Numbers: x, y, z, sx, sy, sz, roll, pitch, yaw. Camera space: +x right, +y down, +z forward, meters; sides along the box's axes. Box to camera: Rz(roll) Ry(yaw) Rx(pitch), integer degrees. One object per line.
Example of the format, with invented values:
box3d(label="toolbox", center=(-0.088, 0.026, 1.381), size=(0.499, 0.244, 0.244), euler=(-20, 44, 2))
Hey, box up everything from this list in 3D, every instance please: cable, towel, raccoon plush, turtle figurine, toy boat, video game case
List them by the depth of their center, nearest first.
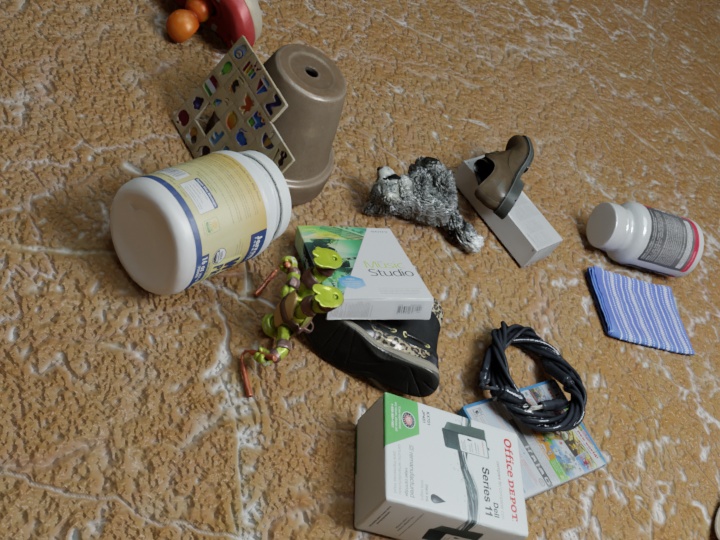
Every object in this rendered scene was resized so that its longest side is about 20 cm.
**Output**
box3d(label="turtle figurine", center=(-0.080, 0.053, 1.143), size=(0.064, 0.161, 0.202), euler=(30, 48, -21))
box3d(label="video game case", center=(0.241, 0.233, 1.296), size=(0.198, 0.018, 0.144), euler=(-9, 58, -39))
box3d(label="cable", center=(0.252, 0.145, 1.333), size=(0.161, 0.051, 0.200), euler=(25, 32, 4))
box3d(label="raccoon plush", center=(0.100, -0.087, 1.434), size=(0.200, 0.097, 0.134), euler=(43, 50, 6))
box3d(label="toy boat", center=(-0.255, -0.411, 1.470), size=(0.199, 0.131, 0.131), euler=(36, 72, -1))
box3d(label="towel", center=(0.483, 0.068, 1.607), size=(0.197, 0.024, 0.146), euler=(13, 48, -25))

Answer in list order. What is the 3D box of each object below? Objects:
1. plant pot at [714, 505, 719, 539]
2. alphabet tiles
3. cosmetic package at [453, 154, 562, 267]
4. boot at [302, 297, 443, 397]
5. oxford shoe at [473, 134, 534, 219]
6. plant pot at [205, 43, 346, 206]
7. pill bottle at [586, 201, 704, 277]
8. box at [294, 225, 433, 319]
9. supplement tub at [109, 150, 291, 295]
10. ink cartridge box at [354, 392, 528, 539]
box3d(label="plant pot", center=(0.643, 0.402, 1.324), size=(0.201, 0.187, 0.187), euler=(50, 41, -6))
box3d(label="alphabet tiles", center=(-0.169, -0.194, 1.286), size=(0.008, 0.167, 0.201), euler=(6, 47, -57))
box3d(label="cosmetic package", center=(0.245, -0.103, 1.573), size=(0.082, 0.051, 0.201), euler=(-17, 64, -45))
box3d(label="boot", center=(0.025, 0.071, 1.251), size=(0.198, 0.074, 0.151), euler=(24, 38, -3))
box3d(label="oxford shoe", center=(0.234, -0.175, 1.538), size=(0.084, 0.073, 0.201), euler=(31, 41, -3))
box3d(label="plant pot", center=(-0.103, -0.223, 1.346), size=(0.198, 0.175, 0.202), euler=(20, 45, -21))
box3d(label="pill bottle", center=(0.507, -0.060, 1.670), size=(0.197, 0.111, 0.112), euler=(13, 47, -25))
box3d(label="box", center=(0.000, 0.000, 1.251), size=(0.142, 0.037, 0.201), euler=(1, 28, -19))
box3d(label="supplement tub", center=(-0.195, -0.067, 1.164), size=(0.145, 0.145, 0.199), euler=(49, 43, 13))
box3d(label="ink cartridge box", center=(0.097, 0.252, 1.130), size=(0.198, 0.083, 0.148), euler=(19, 45, -21))
